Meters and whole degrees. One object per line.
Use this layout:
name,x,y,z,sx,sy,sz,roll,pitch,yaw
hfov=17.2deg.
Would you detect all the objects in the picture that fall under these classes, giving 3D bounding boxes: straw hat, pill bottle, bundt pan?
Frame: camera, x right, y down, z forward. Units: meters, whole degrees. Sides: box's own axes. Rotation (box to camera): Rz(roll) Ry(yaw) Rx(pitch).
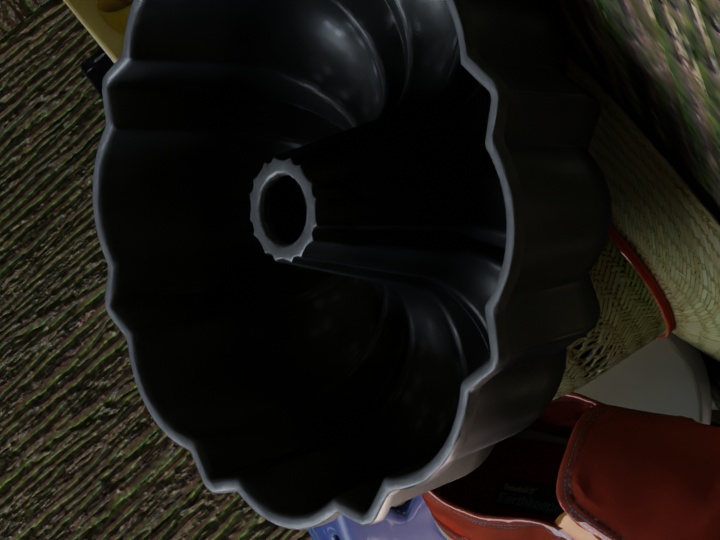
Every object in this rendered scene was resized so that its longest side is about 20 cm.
straw hat,0.065,-0.001,0.823,0.201,0.085,0.201,50,179,1
pill bottle,0.088,0.055,1.018,0.111,0.111,0.200,51,179,-2
bundt pan,0.002,-0.021,0.762,0.076,0.202,0.202,-5,-135,-43

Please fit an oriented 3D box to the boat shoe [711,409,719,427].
boat shoe,0.182,0.129,0.980,0.073,0.062,0.200,51,179,-42

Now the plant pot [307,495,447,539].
plant pot,0.034,0.054,1.288,0.180,0.200,0.200,59,175,-28

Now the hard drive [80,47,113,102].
hard drive,-0.107,-0.148,1.521,0.038,0.140,0.200,50,178,-17

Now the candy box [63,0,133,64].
candy box,-0.081,-0.154,0.907,0.200,0.117,0.056,49,178,36

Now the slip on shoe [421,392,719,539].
slip on shoe,0.096,0.079,0.833,0.200,0.074,0.061,6,153,42
